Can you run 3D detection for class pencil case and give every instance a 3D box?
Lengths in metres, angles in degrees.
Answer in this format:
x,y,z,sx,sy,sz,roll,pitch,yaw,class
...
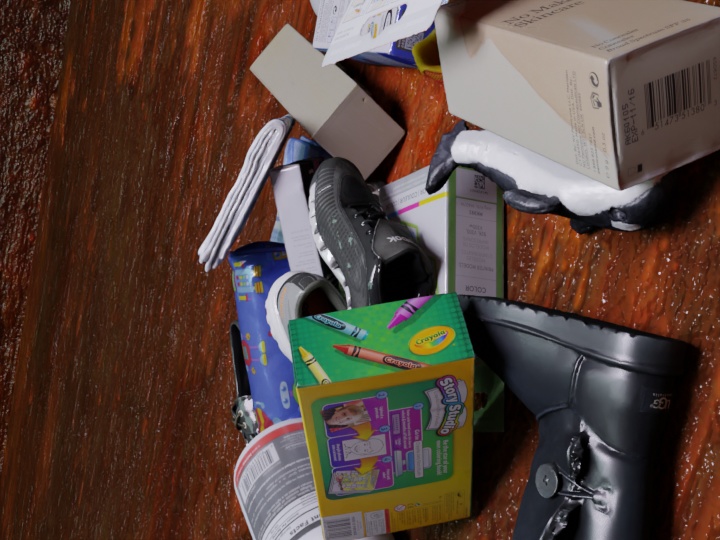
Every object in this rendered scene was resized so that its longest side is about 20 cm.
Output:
x,y,z,sx,sy,sz,roll,pitch,yaw,class
-0.073,0.070,0.990,0.078,0.085,0.204,-171,71,-77,pencil case

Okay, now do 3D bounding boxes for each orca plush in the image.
x,y,z,sx,sy,sz,roll,pitch,yaw,class
0.127,-0.048,0.676,0.197,0.105,0.072,4,130,40,orca plush

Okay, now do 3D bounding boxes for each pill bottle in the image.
x,y,z,sx,sy,sz,roll,pitch,yaw,class
-0.034,0.234,0.888,0.201,0.114,0.117,56,133,50,pill bottle

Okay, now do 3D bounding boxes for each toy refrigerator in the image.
x,y,z,sx,sy,sz,roll,pitch,yaw,class
-0.035,-0.171,0.995,0.070,0.076,0.200,-48,35,6,toy refrigerator

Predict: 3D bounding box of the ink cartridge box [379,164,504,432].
x,y,z,sx,sy,sz,roll,pitch,yaw,class
0.062,0.024,0.801,0.103,0.058,0.204,-17,69,61,ink cartridge box

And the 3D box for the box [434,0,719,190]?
x,y,z,sx,sy,sz,roll,pitch,yaw,class
0.133,-0.126,0.637,0.200,0.094,0.079,39,147,57,box

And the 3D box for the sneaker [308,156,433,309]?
x,y,z,sx,sy,sz,roll,pitch,yaw,class
0.015,-0.011,0.771,0.091,0.065,0.203,-45,50,46,sneaker

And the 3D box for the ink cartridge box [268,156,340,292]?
x,y,z,sx,sy,sz,roll,pitch,yaw,class
-0.038,-0.001,0.943,0.095,0.036,0.204,-44,-55,-75,ink cartridge box

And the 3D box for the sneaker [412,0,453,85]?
x,y,z,sx,sy,sz,roll,pitch,yaw,class
0.107,-0.214,0.744,0.201,0.076,0.074,-58,36,32,sneaker

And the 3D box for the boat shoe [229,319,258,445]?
x,y,z,sx,sy,sz,roll,pitch,yaw,class
-0.117,0.151,1.128,0.068,0.056,0.204,-34,55,56,boat shoe

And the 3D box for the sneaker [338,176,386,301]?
x,y,z,sx,sy,sz,roll,pitch,yaw,class
0.000,0.000,0.925,0.089,0.075,0.203,114,152,-50,sneaker

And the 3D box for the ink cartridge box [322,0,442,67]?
x,y,z,sx,sy,sz,roll,pitch,yaw,class
0.066,-0.225,0.709,0.161,0.050,0.203,3,65,62,ink cartridge box

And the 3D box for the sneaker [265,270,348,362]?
x,y,z,sx,sy,sz,roll,pitch,yaw,class
-0.013,0.092,0.841,0.202,0.073,0.079,60,162,-4,sneaker

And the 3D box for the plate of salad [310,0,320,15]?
x,y,z,sx,sy,sz,roll,pitch,yaw,class
-0.023,-0.363,1.057,0.199,0.047,0.204,-18,70,61,plate of salad

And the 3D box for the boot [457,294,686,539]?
x,y,z,sx,sy,sz,roll,pitch,yaw,class
0.116,0.110,0.661,0.199,0.075,0.172,15,95,56,boot

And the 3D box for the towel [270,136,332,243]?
x,y,z,sx,sy,sz,roll,pitch,yaw,class
-0.062,-0.033,1.078,0.147,0.023,0.204,32,113,59,towel

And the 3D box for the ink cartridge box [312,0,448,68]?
x,y,z,sx,sy,sz,roll,pitch,yaw,class
0.037,-0.250,0.886,0.199,0.075,0.139,28,109,63,ink cartridge box

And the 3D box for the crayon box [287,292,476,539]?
x,y,z,sx,sy,sz,roll,pitch,yaw,class
0.019,0.111,0.721,0.202,0.116,0.059,85,174,-46,crayon box

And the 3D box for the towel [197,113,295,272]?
x,y,z,sx,sy,sz,roll,pitch,yaw,class
-0.104,-0.083,0.965,0.149,0.024,0.200,-62,6,9,towel
